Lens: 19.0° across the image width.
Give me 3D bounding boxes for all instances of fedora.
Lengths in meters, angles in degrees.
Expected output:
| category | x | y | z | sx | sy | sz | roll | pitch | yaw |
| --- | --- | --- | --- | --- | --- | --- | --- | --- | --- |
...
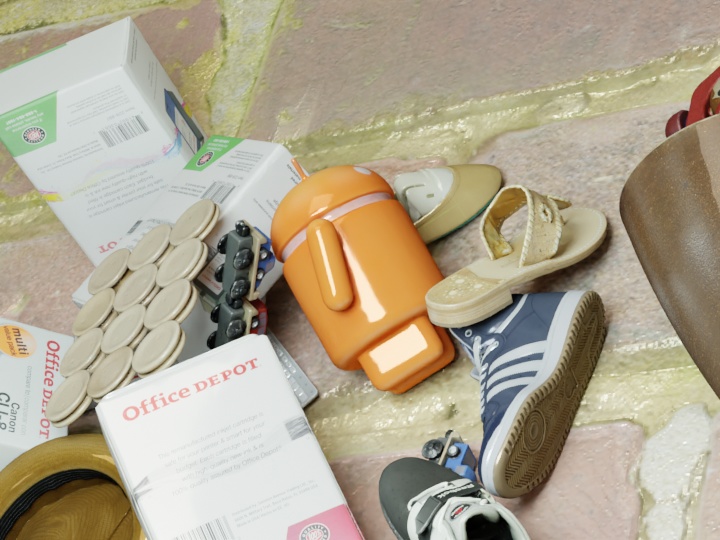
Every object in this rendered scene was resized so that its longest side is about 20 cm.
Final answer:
| category | x | y | z | sx | sy | sz | roll | pitch | yaw |
| --- | --- | --- | --- | --- | --- | --- | --- | --- | --- |
| fedora | -0.226 | 0.232 | 1.715 | 0.199 | 0.082 | 0.202 | -7 | 67 | 18 |

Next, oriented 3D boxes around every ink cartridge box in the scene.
| category | x | y | z | sx | sy | sz | roll | pitch | yaw |
| --- | --- | --- | --- | --- | --- | --- | --- | --- | --- |
| ink cartridge box | -0.230 | -0.115 | 1.999 | 0.144 | 0.201 | 0.088 | -21 | 37 | 16 |
| ink cartridge box | -0.137 | -0.015 | 1.859 | 0.200 | 0.084 | 0.146 | -50 | 27 | -14 |
| ink cartridge box | -0.354 | 0.126 | 1.809 | 0.146 | 0.198 | 0.145 | -94 | 27 | -46 |
| ink cartridge box | -0.095 | 0.170 | 1.625 | 0.145 | 0.083 | 0.201 | -22 | 64 | -10 |

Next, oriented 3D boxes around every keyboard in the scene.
| category | x | y | z | sx | sy | sz | roll | pitch | yaw |
| --- | --- | --- | --- | --- | --- | --- | --- | --- | --- |
| keyboard | -0.097 | 0.073 | 1.865 | 0.056 | 0.011 | 0.200 | -37 | 39 | -4 |

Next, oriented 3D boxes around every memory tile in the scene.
| category | x | y | z | sx | sy | sz | roll | pitch | yaw |
| --- | --- | --- | --- | --- | --- | --- | --- | --- | --- |
| memory tile | -0.182 | 0.034 | 1.735 | 0.153 | 0.017 | 0.201 | -29 | 31 | 31 |

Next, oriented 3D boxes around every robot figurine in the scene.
| category | x | y | z | sx | sy | sz | roll | pitch | yaw |
| --- | --- | --- | --- | --- | --- | --- | --- | --- | --- |
| robot figurine | 0.000 | 0.000 | 1.750 | 0.143 | 0.201 | 0.117 | -18 | -19 | -39 |

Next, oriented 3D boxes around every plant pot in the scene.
| category | x | y | z | sx | sy | sz | roll | pitch | yaw |
| --- | --- | --- | --- | --- | --- | --- | --- | --- | --- |
| plant pot | 0.298 | 0.017 | 1.545 | 0.186 | 0.187 | 0.201 | -21 | 55 | 15 |

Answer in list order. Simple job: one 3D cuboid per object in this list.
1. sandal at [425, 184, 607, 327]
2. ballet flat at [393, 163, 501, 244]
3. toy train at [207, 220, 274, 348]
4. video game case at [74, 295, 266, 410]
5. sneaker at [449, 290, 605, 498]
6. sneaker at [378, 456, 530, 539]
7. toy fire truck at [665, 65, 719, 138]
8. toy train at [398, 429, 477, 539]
| category | x | y | z | sx | sy | sz | roll | pitch | yaw |
| --- | --- | --- | --- | --- | --- | --- | --- | --- | --- |
| sandal | 0.125 | -0.032 | 1.712 | 0.077 | 0.070 | 0.211 | 10 | 32 | 41 |
| ballet flat | 0.030 | -0.045 | 1.857 | 0.199 | 0.063 | 0.069 | -33 | 37 | 0 |
| toy train | -0.098 | 0.045 | 1.756 | 0.046 | 0.201 | 0.034 | -17 | 41 | -33 |
| video game case | -0.172 | 0.045 | 1.928 | 0.199 | 0.017 | 0.144 | -18 | 43 | 23 |
| sneaker | 0.107 | 0.092 | 1.658 | 0.108 | 0.070 | 0.201 | 4 | 45 | 31 |
| sneaker | 0.078 | 0.183 | 1.549 | 0.074 | 0.089 | 0.200 | -34 | 47 | -17 |
| toy fire truck | 0.304 | -0.114 | 1.720 | 0.167 | 0.112 | 0.201 | -26 | 35 | 39 |
| toy train | 0.047 | 0.203 | 1.616 | 0.045 | 0.034 | 0.201 | 0 | 50 | 30 |
